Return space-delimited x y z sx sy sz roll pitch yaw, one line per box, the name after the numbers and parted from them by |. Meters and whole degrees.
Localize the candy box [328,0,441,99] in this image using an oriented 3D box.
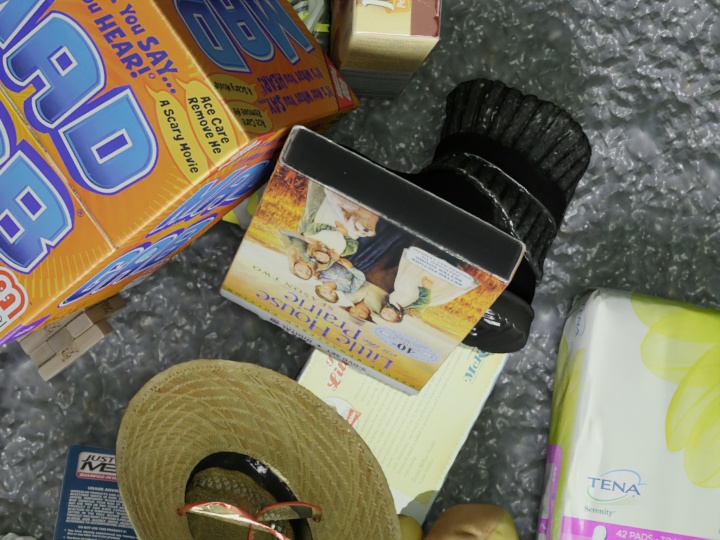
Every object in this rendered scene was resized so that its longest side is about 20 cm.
0.013 -0.179 1.175 0.055 0.200 0.117 4 85 -5 | candy box

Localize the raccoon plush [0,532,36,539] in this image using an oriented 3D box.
-0.233 0.263 1.144 0.096 0.134 0.202 -4 86 -6 | raccoon plush

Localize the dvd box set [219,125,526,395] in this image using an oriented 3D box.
0.000 0.000 1.123 0.145 0.200 0.030 28 64 -3 | dvd box set

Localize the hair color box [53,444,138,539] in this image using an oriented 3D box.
-0.156 0.207 1.119 0.060 0.201 0.101 7 126 -5 | hair color box

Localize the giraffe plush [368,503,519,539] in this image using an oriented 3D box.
0.051 0.263 1.140 0.172 0.163 0.200 -38 109 23 | giraffe plush

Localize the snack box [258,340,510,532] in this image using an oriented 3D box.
0.008 0.097 1.234 0.116 0.037 0.201 29 83 -4 | snack box

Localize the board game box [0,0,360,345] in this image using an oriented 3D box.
-0.158 -0.109 1.114 0.199 0.200 0.201 -37 88 20 | board game box

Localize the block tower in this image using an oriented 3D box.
-0.227 -0.031 1.201 0.054 0.058 0.201 -36 89 20 | block tower

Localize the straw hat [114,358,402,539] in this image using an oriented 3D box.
-0.074 0.158 1.118 0.200 0.085 0.202 21 42 -21 | straw hat

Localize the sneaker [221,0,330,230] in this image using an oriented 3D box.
-0.061 -0.124 1.226 0.076 0.075 0.202 4 84 -7 | sneaker

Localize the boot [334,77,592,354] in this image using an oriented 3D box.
0.046 -0.061 1.193 0.210 0.079 0.159 34 63 -31 | boot

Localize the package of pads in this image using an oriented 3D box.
0.195 0.119 1.239 0.153 0.068 0.202 10 84 -7 | package of pads
